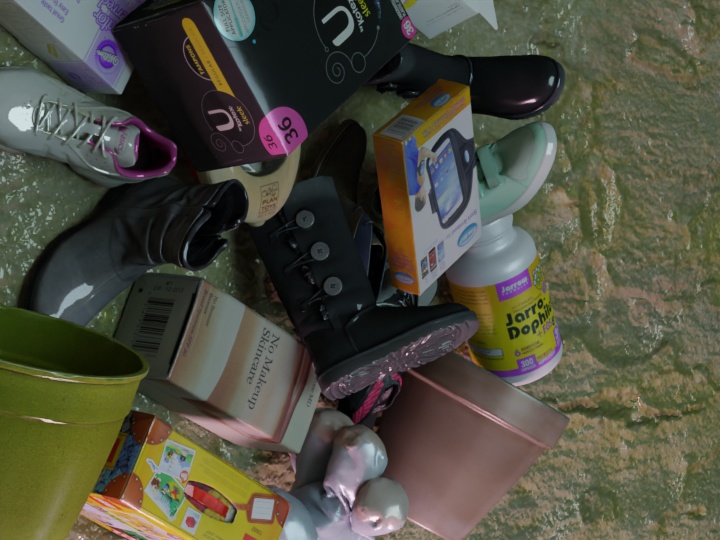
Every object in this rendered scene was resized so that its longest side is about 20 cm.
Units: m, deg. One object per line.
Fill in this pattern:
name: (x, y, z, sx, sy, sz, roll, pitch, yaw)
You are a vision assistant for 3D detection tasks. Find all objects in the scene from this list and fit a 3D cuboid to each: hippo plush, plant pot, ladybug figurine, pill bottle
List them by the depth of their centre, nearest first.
plant pot: (-0.286, 0.142, 1.387, 0.200, 0.200, 0.194, 6, 103, -51)
ladybug figurine: (-0.117, -0.138, 1.630, 0.135, 0.072, 0.201, -20, 109, -47)
hippo plush: (-0.067, 0.234, 1.721, 0.160, 0.160, 0.200, -18, 152, -30)
plant pot: (0.094, 0.183, 1.866, 0.200, 0.200, 0.174, 30, 89, -48)
pill bottle: (0.153, 0.021, 1.960, 0.104, 0.104, 0.201, -44, 126, -38)

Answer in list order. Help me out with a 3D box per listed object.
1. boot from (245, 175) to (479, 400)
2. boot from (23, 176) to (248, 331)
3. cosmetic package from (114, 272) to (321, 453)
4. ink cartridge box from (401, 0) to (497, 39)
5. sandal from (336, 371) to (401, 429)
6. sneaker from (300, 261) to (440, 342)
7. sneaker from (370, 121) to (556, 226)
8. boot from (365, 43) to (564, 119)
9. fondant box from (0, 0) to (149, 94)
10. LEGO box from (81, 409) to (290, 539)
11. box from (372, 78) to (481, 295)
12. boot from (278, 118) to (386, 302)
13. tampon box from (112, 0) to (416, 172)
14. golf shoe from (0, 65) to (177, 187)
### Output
boot: (-0.001, 0.000, 1.669, 0.164, 0.201, 0.066, -21, 156, -10)
boot: (-0.190, -0.012, 1.509, 0.200, 0.131, 0.070, -59, 135, -28)
cosmetic package: (-0.129, 0.087, 1.634, 0.200, 0.087, 0.104, 34, 67, -48)
ink cartridge box: (0.055, -0.316, 1.790, 0.200, 0.067, 0.118, 32, 42, -48)
sandal: (0.012, 0.129, 1.778, 0.075, 0.045, 0.201, -25, 142, -37)
sneaker: (0.026, 0.044, 1.827, 0.200, 0.079, 0.074, -30, 115, -47)
sneaker: (0.103, -0.097, 1.831, 0.118, 0.200, 0.074, 26, 35, -43)
boot: (0.088, -0.203, 1.793, 0.200, 0.164, 0.066, 14, 76, -51)
fondant box: (-0.223, -0.270, 1.493, 0.144, 0.058, 0.201, 42, 64, -45)
LEGO box: (-0.181, 0.188, 1.534, 0.200, 0.148, 0.078, 40, 64, -45)
box: (0.069, -0.072, 1.741, 0.119, 0.041, 0.201, -42, 135, -39)
boot: (-0.005, -0.050, 1.753, 0.075, 0.096, 0.201, 40, 65, -62)
tampon box: (-0.079, -0.205, 1.517, 0.200, 0.126, 0.150, -47, 117, -36)
golf shoe: (-0.235, -0.121, 1.473, 0.200, 0.091, 0.076, 18, 82, -49)
